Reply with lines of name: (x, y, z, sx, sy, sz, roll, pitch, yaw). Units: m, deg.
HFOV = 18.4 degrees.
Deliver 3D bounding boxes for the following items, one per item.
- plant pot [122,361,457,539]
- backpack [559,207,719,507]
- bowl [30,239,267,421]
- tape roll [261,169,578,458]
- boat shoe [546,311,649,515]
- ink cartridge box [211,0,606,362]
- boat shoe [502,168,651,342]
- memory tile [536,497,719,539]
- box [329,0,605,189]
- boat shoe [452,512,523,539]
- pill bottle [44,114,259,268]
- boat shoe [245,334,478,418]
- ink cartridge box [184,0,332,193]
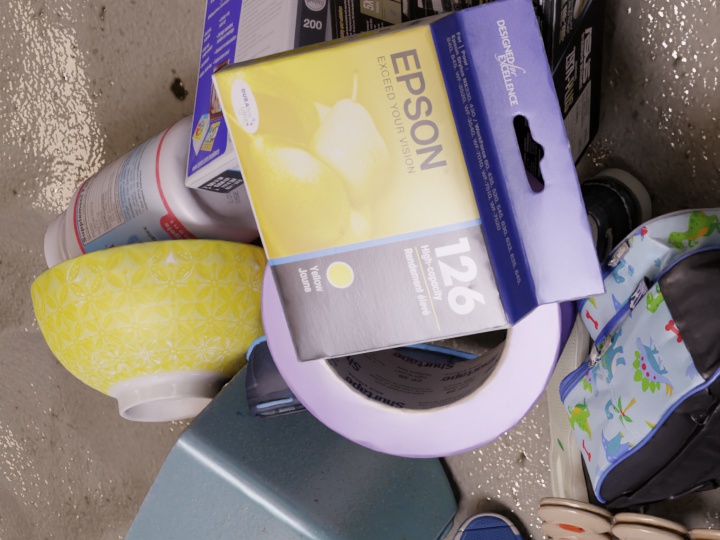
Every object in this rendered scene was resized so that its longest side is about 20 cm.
plant pot: (-0.046, 0.193, 1.721, 0.200, 0.196, 0.196, 36, 131, 7)
backpack: (0.225, 0.054, 1.421, 0.200, 0.183, 0.147, -54, 49, 46)
bowl: (-0.152, 0.056, 1.719, 0.200, 0.200, 0.108, -24, 68, 45)
tape roll: (0.041, 0.016, 1.459, 0.200, 0.085, 0.200, 6, 112, 14)
boat shoe: (0.168, 0.100, 1.549, 0.072, 0.068, 0.200, -115, 14, -54)
ink cartridge box: (0.030, -0.052, 1.367, 0.200, 0.047, 0.198, -11, 104, 21)
boat shoe: (0.137, 0.014, 1.556, 0.076, 0.060, 0.200, 36, 130, 22)
memory tile: (0.197, 0.193, 1.504, 0.153, 0.017, 0.200, 11, 164, 10)
box: (0.070, -0.157, 1.455, 0.164, 0.086, 0.200, 20, 144, 20)
boat shoe: (0.096, 0.286, 1.704, 0.072, 0.072, 0.200, 0, 85, -2)
pill bottle: (-0.165, -0.042, 1.763, 0.200, 0.109, 0.109, -27, 91, 46)
boat shoe: (0.013, 0.090, 1.623, 0.200, 0.084, 0.069, 1, 73, 24)
ink cartridge box: (-0.070, -0.172, 1.594, 0.198, 0.043, 0.200, 157, 119, -65)
